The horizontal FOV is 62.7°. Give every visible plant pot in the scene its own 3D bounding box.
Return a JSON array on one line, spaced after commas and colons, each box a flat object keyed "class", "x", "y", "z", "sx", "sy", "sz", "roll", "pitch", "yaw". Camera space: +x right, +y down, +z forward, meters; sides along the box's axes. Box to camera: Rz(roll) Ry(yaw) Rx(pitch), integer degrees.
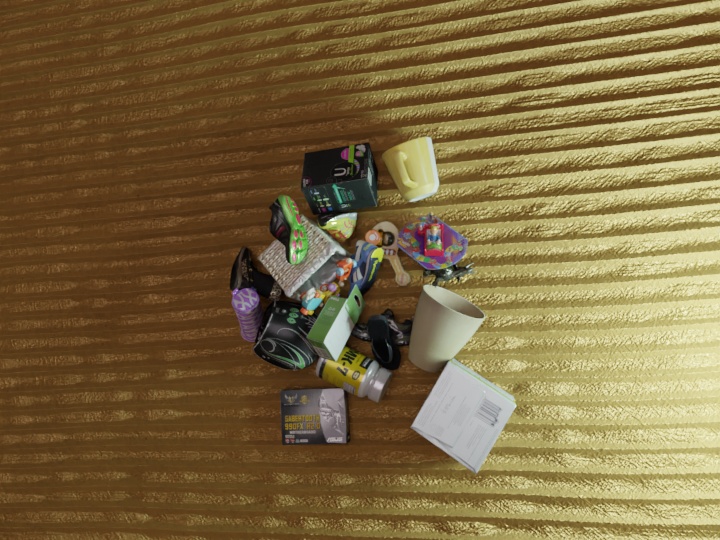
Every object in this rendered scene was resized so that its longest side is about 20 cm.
[{"class": "plant pot", "x": 0.216, "y": 0.172, "z": 1.625, "sx": 0.187, "sy": 0.187, "sz": 0.201, "roll": 28, "pitch": 105, "yaw": 15}]

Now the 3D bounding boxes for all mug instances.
[{"class": "mug", "x": 0.141, "y": -0.279, "z": 1.689, "sx": 0.149, "sy": 0.186, "sz": 0.154, "roll": -20, "pitch": 88, "yaw": 55}]

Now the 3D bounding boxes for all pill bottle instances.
[{"class": "pill bottle", "x": -0.017, "y": 0.291, "z": 1.686, "sx": 0.199, "sy": 0.114, "sz": 0.115, "roll": 23, "pitch": 90, "yaw": 14}]

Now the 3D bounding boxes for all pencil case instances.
[{"class": "pencil case", "x": -0.330, "y": 0.132, "z": 1.737, "sx": 0.085, "sy": 0.200, "sz": 0.084, "roll": 27, "pitch": 56, "yaw": 18}]

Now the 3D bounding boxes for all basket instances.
[{"class": "basket", "x": -0.154, "y": -0.034, "z": 1.713, "sx": 0.200, "sy": 0.198, "sz": 0.161, "roll": -44, "pitch": 74, "yaw": 6}]

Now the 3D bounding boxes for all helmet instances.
[{"class": "helmet", "x": -0.194, "y": 0.189, "z": 1.694, "sx": 0.190, "sy": 0.200, "sz": 0.201, "roll": 25, "pitch": 90, "yaw": -14}]

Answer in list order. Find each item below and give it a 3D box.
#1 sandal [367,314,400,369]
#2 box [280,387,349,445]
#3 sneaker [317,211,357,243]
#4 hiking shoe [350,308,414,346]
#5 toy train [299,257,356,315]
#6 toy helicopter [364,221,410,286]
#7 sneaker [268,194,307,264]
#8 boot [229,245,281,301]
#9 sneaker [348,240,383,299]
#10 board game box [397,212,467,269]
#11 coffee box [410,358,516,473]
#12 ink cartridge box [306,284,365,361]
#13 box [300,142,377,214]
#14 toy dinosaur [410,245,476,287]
[{"class": "sandal", "x": 0.059, "y": 0.210, "z": 1.648, "sx": 0.076, "sy": 0.043, "sz": 0.201, "roll": -9, "pitch": 126, "yaw": 18}, {"class": "box", "x": -0.133, "y": 0.426, "z": 1.733, "sx": 0.199, "sy": 0.048, "sz": 0.159, "roll": -4, "pitch": 84, "yaw": 13}, {"class": "sneaker", "x": -0.060, "y": -0.123, "z": 1.705, "sx": 0.078, "sy": 0.200, "sz": 0.091, "roll": 2, "pitch": 97, "yaw": 25}, {"class": "hiking shoe", "x": 0.059, "y": 0.159, "z": 1.712, "sx": 0.199, "sy": 0.076, "sz": 0.101, "roll": 9, "pitch": 77, "yaw": 5}, {"class": "toy train", "x": -0.101, "y": 0.037, "z": 1.637, "sx": 0.056, "sy": 0.151, "sz": 0.200, "roll": 38, "pitch": 49, "yaw": 22}, {"class": "toy helicopter", "x": 0.101, "y": -0.051, "z": 1.728, "sx": 0.132, "sy": 0.079, "sz": 0.201, "roll": -24, "pitch": 90, "yaw": 1}, {"class": "sneaker", "x": -0.201, "y": -0.105, "z": 1.611, "sx": 0.084, "sy": 0.077, "sz": 0.201, "roll": -25, "pitch": 68, "yaw": 29}, {"class": "boot", "x": -0.313, "y": 0.013, "z": 1.795, "sx": 0.150, "sy": 0.200, "sz": 0.073, "roll": 21, "pitch": 117, "yaw": -18}, {"class": "sneaker", "x": 0.000, "y": 0.000, "z": 1.710, "sx": 0.082, "sy": 0.074, "sz": 0.201, "roll": 35, "pitch": 123, "yaw": 22}, {"class": "board game box", "x": 0.200, "y": -0.091, "z": 1.661, "sx": 0.158, "sy": 0.039, "sz": 0.200, "roll": -36, "pitch": 56, "yaw": -21}, {"class": "coffee box", "x": 0.273, "y": 0.373, "z": 1.563, "sx": 0.199, "sy": 0.198, "sz": 0.200, "roll": 31, "pitch": 92, "yaw": 13}, {"class": "ink cartridge box", "x": -0.064, "y": 0.140, "z": 1.649, "sx": 0.059, "sy": 0.104, "sz": 0.201, "roll": 12, "pitch": 58, "yaw": 29}, {"class": "box", "x": -0.059, "y": -0.267, "z": 1.726, "sx": 0.199, "sy": 0.125, "sz": 0.149, "roll": -7, "pitch": 54, "yaw": 14}, {"class": "toy dinosaur", "x": 0.217, "y": -0.009, "z": 1.682, "sx": 0.199, "sy": 0.102, "sz": 0.077, "roll": 26, "pitch": 115, "yaw": 24}]
